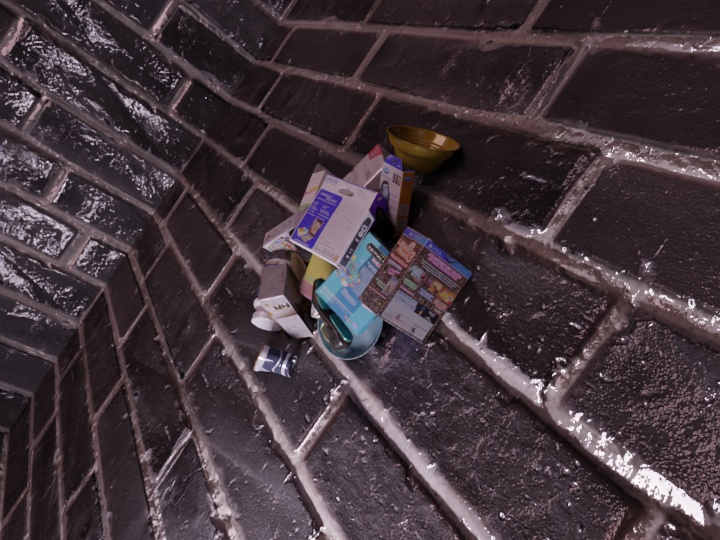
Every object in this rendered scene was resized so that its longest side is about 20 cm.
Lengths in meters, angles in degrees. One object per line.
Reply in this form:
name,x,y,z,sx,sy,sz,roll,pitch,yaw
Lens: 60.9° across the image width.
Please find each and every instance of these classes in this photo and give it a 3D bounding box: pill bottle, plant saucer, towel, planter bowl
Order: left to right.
pill bottle,-0.257,0.074,1.853,0.116,0.116,0.200,-17,50,44
towel,-0.067,0.037,1.613,0.200,0.023,0.144,31,107,21
plant saucer,-0.022,0.125,1.545,0.200,0.027,0.201,-8,75,32
planter bowl,0.158,-0.314,1.626,0.200,0.200,0.084,-125,42,-54

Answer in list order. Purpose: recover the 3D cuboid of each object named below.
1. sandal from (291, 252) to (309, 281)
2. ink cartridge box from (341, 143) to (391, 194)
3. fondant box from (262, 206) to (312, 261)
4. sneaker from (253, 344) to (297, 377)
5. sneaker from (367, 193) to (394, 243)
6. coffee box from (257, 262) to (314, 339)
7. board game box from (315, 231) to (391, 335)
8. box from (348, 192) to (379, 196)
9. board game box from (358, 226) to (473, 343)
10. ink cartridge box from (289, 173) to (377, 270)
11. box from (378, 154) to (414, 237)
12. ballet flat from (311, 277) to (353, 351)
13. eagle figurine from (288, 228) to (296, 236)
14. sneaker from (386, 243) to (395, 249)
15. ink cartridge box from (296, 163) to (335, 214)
sandal,-0.131,0.021,1.796,0.212,0.069,0.078,53,144,38
ink cartridge box,0.020,-0.251,1.789,0.200,0.083,0.147,-42,31,22
fondant box,-0.179,-0.099,1.870,0.200,0.144,0.058,-29,43,35
sneaker,-0.241,0.262,1.737,0.200,0.108,0.070,128,161,-71
sneaker,0.051,-0.115,1.562,0.099,0.070,0.201,-12,51,42
coffee box,-0.200,0.088,1.684,0.079,0.200,0.115,-12,48,15
board game box,0.012,0.032,1.476,0.151,0.047,0.200,46,101,14
box,0.002,-0.189,1.680,0.039,0.199,0.042,-138,46,-57
board game box,0.123,0.034,1.369,0.200,0.159,0.097,-55,34,2
ink cartridge box,-0.060,-0.123,1.509,0.198,0.043,0.200,28,88,43
box,0.091,-0.201,1.622,0.119,0.041,0.201,43,129,56
ballet flat,-0.087,0.115,1.538,0.068,0.068,0.200,-42,58,29
eagle figurine,-0.074,-0.099,1.685,0.152,0.200,0.151,-50,34,6
sneaker,0.103,-0.043,1.562,0.087,0.075,0.200,-32,20,-21
ink cartridge box,-0.109,-0.230,1.911,0.067,0.117,0.200,-5,60,49
